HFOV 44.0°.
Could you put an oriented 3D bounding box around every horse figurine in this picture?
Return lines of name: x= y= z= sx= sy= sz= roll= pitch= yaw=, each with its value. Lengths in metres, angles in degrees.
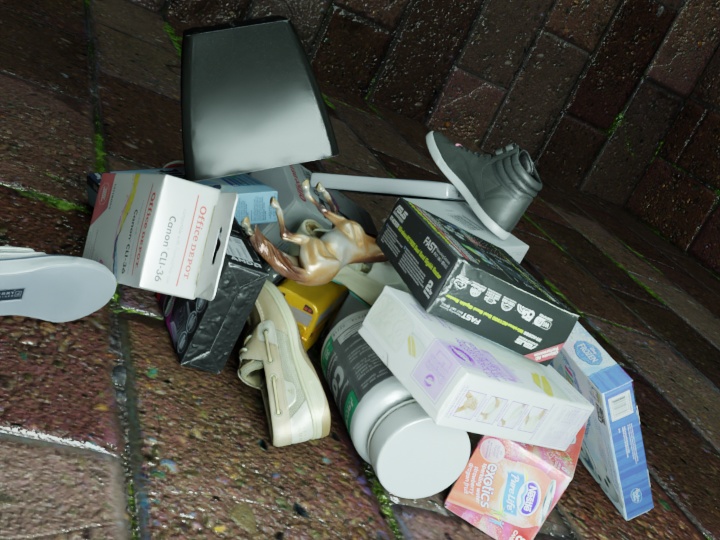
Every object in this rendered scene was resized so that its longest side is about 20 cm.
horse figurine: x=-0.045 y=-0.034 z=0.984 sx=0.133 sy=0.050 sz=0.200 roll=49 pitch=41 yaw=9

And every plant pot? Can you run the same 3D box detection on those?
plant pot: x=-0.150 y=-0.239 z=1.187 sx=0.199 sy=0.178 sz=0.200 roll=-10 pitch=20 yaw=-8

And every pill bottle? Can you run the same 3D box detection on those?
pill bottle: x=0.034 y=0.133 z=0.920 sx=0.113 sy=0.114 sz=0.200 roll=18 pitch=19 yaw=-24

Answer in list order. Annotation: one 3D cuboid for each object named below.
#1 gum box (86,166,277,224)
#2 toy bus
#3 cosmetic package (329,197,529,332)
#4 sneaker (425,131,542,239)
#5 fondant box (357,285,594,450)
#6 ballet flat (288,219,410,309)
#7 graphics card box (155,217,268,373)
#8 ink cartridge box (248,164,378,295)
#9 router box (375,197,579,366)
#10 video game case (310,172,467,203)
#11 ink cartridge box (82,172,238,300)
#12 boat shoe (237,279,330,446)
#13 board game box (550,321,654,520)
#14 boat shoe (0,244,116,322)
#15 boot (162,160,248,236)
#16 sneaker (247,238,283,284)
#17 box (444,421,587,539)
gum box: x=-0.230 y=-0.093 z=1.140 sx=0.199 sy=0.045 sz=0.170 roll=-7 pitch=21 yaw=-28
toy bus: x=-0.071 y=0.049 z=1.062 sx=0.065 sy=0.079 sz=0.200 roll=28 pitch=18 yaw=6
cosmetic package: x=0.093 y=0.024 z=1.165 sx=0.123 sy=0.201 sz=0.199 roll=37 pitch=21 yaw=24
sneaker: x=0.167 y=-0.140 z=1.180 sx=0.071 sy=0.099 sz=0.200 roll=23 pitch=27 yaw=-50
fondant box: x=0.113 y=0.097 z=0.865 sx=0.199 sy=0.058 sz=0.144 roll=18 pitch=20 yaw=-40
ballet flat: x=0.000 y=0.000 z=1.049 sx=0.199 sy=0.070 sz=0.069 roll=31 pitch=18 yaw=21
graphics card box: x=-0.170 y=0.005 z=0.967 sx=0.051 sy=0.126 sz=0.200 roll=18 pitch=20 yaw=-32
ink cartridge box: x=-0.063 y=-0.064 z=1.272 sx=0.200 sy=0.083 sz=0.146 roll=33 pitch=22 yaw=-37
router box: x=0.113 y=0.007 z=0.925 sx=0.149 sy=0.062 sz=0.200 roll=25 pitch=13 yaw=-22
video game case: x=0.053 y=-0.118 z=1.277 sx=0.199 sy=0.023 sz=0.182 roll=7 pitch=4 yaw=19
ink cartridge box: x=-0.213 y=-0.038 z=0.924 sx=0.067 sy=0.117 sz=0.200 roll=15 pitch=-5 yaw=-39
boat shoe: x=-0.092 y=0.088 z=0.899 sx=0.065 sy=0.072 sz=0.200 roll=-13 pitch=52 yaw=-18
board game box: x=0.277 y=0.163 z=1.085 sx=0.043 sy=0.201 sz=0.199 roll=-22 pitch=30 yaw=-6
boat shoe: x=-0.326 y=0.003 z=0.838 sx=0.200 sy=0.074 sz=0.065 roll=5 pitch=31 yaw=-51
boot: x=-0.207 y=-0.084 z=1.261 sx=0.199 sy=0.073 sz=0.144 roll=29 pitch=19 yaw=-4
sneaker: x=-0.145 y=-0.011 z=1.055 sx=0.104 sy=0.060 sz=0.200 roll=49 pitch=-18 yaw=-2
box: x=0.171 y=0.199 z=0.953 sx=0.094 sy=0.103 sz=0.200 roll=32 pitch=17 yaw=11
